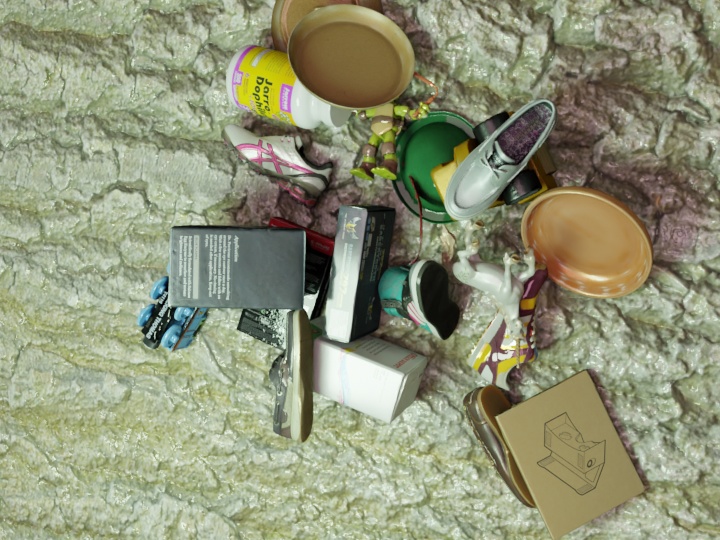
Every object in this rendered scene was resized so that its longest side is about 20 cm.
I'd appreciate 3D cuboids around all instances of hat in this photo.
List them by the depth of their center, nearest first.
[{"bbox_3d":[0.107,-0.145,1.429,0.164,0.176,0.202,-35,83,17],"label":"hat"}]

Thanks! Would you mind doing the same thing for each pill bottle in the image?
[{"bbox_3d":[-0.110,-0.287,1.514,0.197,0.104,0.107,20,100,27],"label":"pill bottle"}]

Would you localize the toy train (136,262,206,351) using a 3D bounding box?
[{"bbox_3d":[-0.298,0.045,1.612,0.086,0.114,0.202,36,104,15],"label":"toy train"}]

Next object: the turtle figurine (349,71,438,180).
[{"bbox_3d":[0.030,-0.226,1.505,0.196,0.064,0.165,7,79,31],"label":"turtle figurine"}]

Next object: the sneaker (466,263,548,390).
[{"bbox_3d":[0.246,0.086,1.458,0.089,0.075,0.202,35,114,13],"label":"sneaker"}]

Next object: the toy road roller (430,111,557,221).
[{"bbox_3d":[0.192,-0.145,1.397,0.144,0.199,0.125,-27,85,27],"label":"toy road roller"}]

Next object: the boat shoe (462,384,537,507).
[{"bbox_3d":[0.225,0.274,1.486,0.070,0.069,0.203,-34,79,56],"label":"boat shoe"}]

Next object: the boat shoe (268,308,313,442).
[{"bbox_3d":[-0.107,0.156,1.429,0.063,0.072,0.205,3,103,14],"label":"boat shoe"}]

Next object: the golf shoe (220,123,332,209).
[{"bbox_3d":[-0.136,-0.190,1.567,0.198,0.073,0.093,34,97,3],"label":"golf shoe"}]

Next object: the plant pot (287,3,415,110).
[{"bbox_3d":[-0.015,-0.320,1.453,0.195,0.028,0.204,5,60,-8],"label":"plant pot"}]

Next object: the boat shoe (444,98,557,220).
[{"bbox_3d":[0.184,-0.152,1.264,0.070,0.071,0.201,43,93,7],"label":"boat shoe"}]

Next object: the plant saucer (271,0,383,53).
[{"bbox_3d":[-0.061,-0.401,1.541,0.196,0.035,0.205,2,95,18],"label":"plant saucer"}]

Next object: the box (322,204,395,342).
[{"bbox_3d":[0.000,0.000,1.487,0.050,0.157,0.205,11,96,16],"label":"box"}]

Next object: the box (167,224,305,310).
[{"bbox_3d":[-0.183,-0.008,1.445,0.195,0.197,0.121,2,93,-6],"label":"box"}]

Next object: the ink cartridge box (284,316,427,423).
[{"bbox_3d":[-0.009,0.153,1.508,0.196,0.144,0.086,20,101,16],"label":"ink cartridge box"}]

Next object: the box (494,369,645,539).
[{"bbox_3d":[0.316,0.276,1.444,0.161,0.021,0.203,-25,86,-5],"label":"box"}]

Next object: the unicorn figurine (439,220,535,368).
[{"bbox_3d":[0.197,0.016,1.387,0.200,0.073,0.139,42,142,28],"label":"unicorn figurine"}]

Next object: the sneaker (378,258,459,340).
[{"bbox_3d":[0.078,0.026,1.460,0.119,0.201,0.084,26,71,28],"label":"sneaker"}]

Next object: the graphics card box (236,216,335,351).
[{"bbox_3d":[-0.118,0.027,1.585,0.123,0.051,0.204,20,99,15],"label":"graphics card box"}]

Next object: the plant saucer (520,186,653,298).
[{"bbox_3d":[0.330,-0.045,1.388,0.197,0.038,0.202,24,143,19],"label":"plant saucer"}]
